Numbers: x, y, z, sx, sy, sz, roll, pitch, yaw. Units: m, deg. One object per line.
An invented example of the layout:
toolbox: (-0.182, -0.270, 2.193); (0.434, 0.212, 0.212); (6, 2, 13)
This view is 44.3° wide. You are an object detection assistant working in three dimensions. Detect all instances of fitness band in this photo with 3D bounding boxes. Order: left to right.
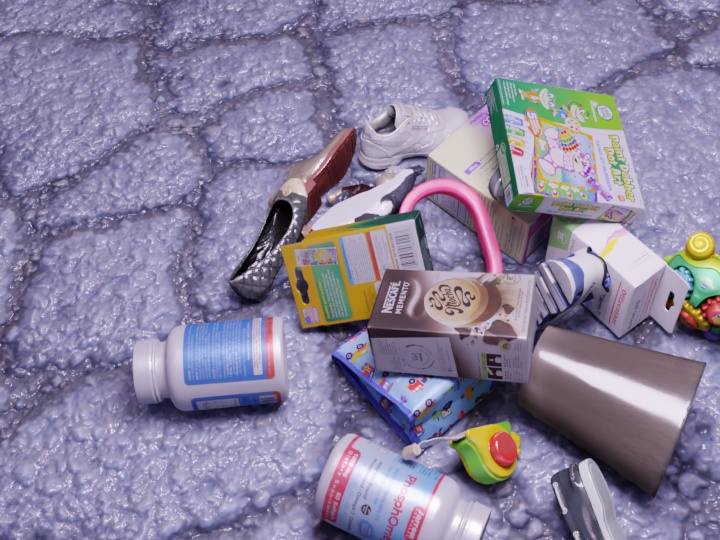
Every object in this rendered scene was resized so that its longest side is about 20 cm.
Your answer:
fitness band: (0.127, -0.031, 1.278); (0.140, 0.037, 0.204); (-14, 80, -10)

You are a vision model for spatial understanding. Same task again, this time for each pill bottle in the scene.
pill bottle: (-0.195, 0.125, 1.170); (0.195, 0.113, 0.114); (-4, 54, -3)
pill bottle: (0.051, 0.282, 1.054); (0.196, 0.110, 0.110); (21, 57, 16)

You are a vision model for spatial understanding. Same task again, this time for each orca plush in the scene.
orca plush: (0.016, -0.081, 1.311); (0.104, 0.072, 0.200); (16, 48, 39)

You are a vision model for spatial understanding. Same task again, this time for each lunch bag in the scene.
lunch bag: (0.064, 0.118, 1.195); (0.149, 0.095, 0.199); (-35, 50, -19)

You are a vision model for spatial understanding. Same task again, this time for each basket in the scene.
basket: (0.313, 0.159, 1.127); (0.197, 0.137, 0.183); (23, 72, 21)

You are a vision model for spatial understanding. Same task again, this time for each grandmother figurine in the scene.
grandmother figurine: (-0.002, -0.092, 1.357); (0.199, 0.061, 0.121); (-39, 71, -21)

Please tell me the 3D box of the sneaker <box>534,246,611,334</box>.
sneaker: (0.272, 0.029, 1.190); (0.113, 0.199, 0.082); (-17, 77, -23)

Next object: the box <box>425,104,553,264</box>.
box: (0.228, -0.143, 1.365); (0.199, 0.098, 0.175); (37, 63, 23)

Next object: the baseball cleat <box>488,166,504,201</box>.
baseball cleat: (0.232, -0.171, 1.293); (0.106, 0.071, 0.198); (35, 52, 30)

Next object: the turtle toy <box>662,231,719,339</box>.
turtle toy: (0.493, 0.046, 1.210); (0.101, 0.146, 0.199); (-47, 63, -4)

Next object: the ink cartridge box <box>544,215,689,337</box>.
ink cartridge box: (0.352, 0.007, 1.236); (0.067, 0.118, 0.200); (-29, 55, -20)

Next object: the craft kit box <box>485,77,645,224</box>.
craft kit box: (0.281, -0.167, 1.229); (0.193, 0.049, 0.204); (6, 58, -19)

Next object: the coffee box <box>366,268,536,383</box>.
coffee box: (0.117, 0.067, 1.111); (0.195, 0.081, 0.114); (2, 42, 16)

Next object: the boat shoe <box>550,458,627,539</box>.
boat shoe: (0.284, 0.330, 1.048); (0.060, 0.075, 0.204); (-28, 60, 27)

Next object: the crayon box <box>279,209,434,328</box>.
crayon box: (0.000, 0.000, 1.223); (0.196, 0.128, 0.052); (-10, 16, 18)

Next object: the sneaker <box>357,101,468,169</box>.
sneaker: (0.090, -0.229, 1.428); (0.196, 0.101, 0.075); (-21, 54, -15)

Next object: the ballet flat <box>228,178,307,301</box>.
ballet flat: (-0.130, -0.050, 1.297); (0.065, 0.057, 0.203); (7, 67, 39)

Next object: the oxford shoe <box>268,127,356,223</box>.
oxford shoe: (-0.074, -0.163, 1.402); (0.074, 0.071, 0.201); (22, 56, 23)

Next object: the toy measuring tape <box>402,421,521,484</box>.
toy measuring tape: (0.135, 0.233, 1.086); (0.197, 0.074, 0.074); (-2, 46, -42)
